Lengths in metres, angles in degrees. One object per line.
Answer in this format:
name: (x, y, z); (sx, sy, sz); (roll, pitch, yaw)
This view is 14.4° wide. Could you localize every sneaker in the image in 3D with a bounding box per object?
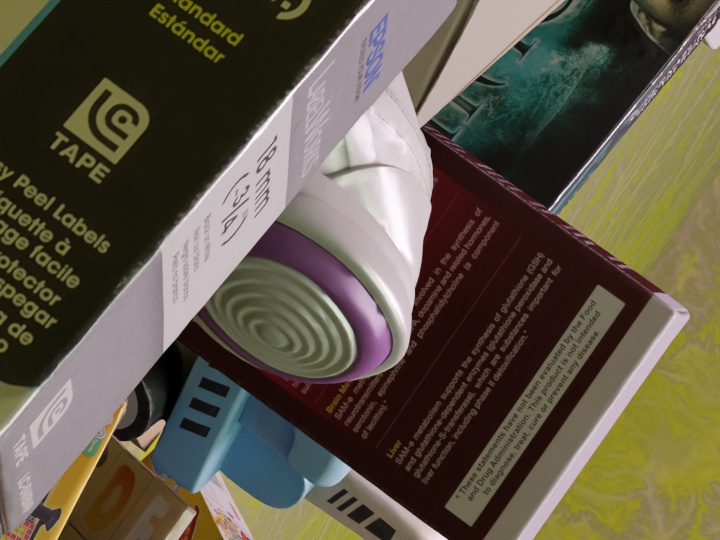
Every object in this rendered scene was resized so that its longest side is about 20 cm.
sneaker: (-0.045, -0.064, 0.732); (0.074, 0.200, 0.100); (-11, -141, 32)

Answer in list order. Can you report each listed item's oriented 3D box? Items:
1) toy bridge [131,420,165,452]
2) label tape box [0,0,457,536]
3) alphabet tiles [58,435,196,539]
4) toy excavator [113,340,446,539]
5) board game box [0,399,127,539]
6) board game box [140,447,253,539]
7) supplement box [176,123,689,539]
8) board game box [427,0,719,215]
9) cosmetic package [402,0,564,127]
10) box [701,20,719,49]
toy bridge: (-0.048, -0.008, 1.216); (0.200, 0.027, 0.067); (-52, 169, -10)
label tape box: (-0.068, -0.068, 0.600); (0.200, 0.144, 0.063); (-51, 167, -20)
alphabet tiles: (-0.132, 0.131, 1.010); (0.168, 0.008, 0.200); (-54, -153, -3)
toy excavator: (-0.016, 0.067, 1.115); (0.100, 0.199, 0.195); (-44, 166, -45)
board game box: (-0.157, 0.136, 0.903); (0.201, 0.056, 0.165); (-64, -174, -30)
board game box: (-0.085, 0.178, 1.173); (0.134, 0.200, 0.034); (-43, 131, 9)
supplement box: (0.000, 0.000, 0.969); (0.109, 0.200, 0.061); (-54, 171, 6)
board game box: (0.031, -0.073, 1.059); (0.200, 0.135, 0.028); (-50, 169, -25)
cosmetic package: (0.034, -0.136, 0.963); (0.200, 0.103, 0.073); (-42, 165, -47)
box: (0.154, -0.213, 1.190); (0.201, 0.124, 0.097); (-55, 169, 5)
